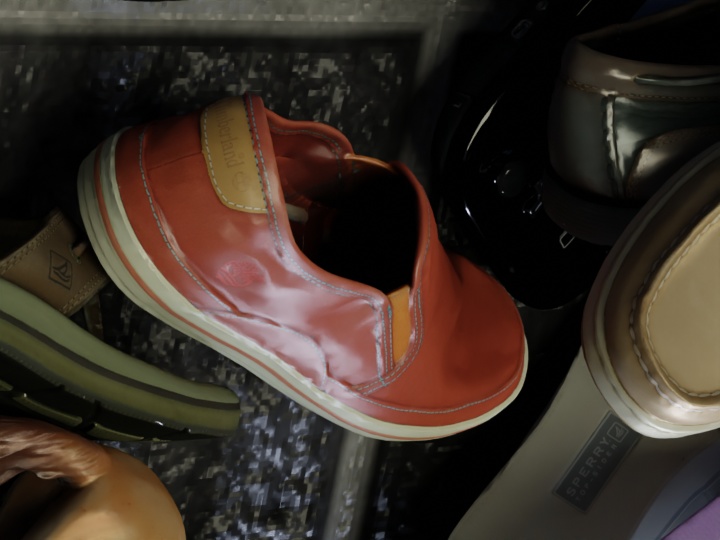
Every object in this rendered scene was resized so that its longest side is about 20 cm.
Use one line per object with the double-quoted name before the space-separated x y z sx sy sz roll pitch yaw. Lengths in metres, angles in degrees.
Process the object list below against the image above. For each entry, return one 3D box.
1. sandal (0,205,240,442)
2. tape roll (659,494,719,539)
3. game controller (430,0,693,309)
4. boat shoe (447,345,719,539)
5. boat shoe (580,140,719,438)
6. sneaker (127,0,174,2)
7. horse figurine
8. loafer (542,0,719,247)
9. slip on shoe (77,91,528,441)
"sandal" -0.099 0.004 0.729 0.201 0.080 0.057 34 62 -49
"tape roll" 0.097 0.151 0.899 0.200 0.066 0.200 -38 163 -14
"game controller" 0.103 -0.079 0.873 0.200 0.042 0.104 -48 132 -10
"boat shoe" 0.095 0.066 0.924 0.200 0.072 0.069 -54 166 -24
"boat shoe" 0.150 -0.022 0.778 0.200 0.069 0.074 -35 95 -24
"sneaker" -0.016 -0.123 0.744 0.200 0.078 0.070 -32 117 -51
"horse figurine" -0.089 0.096 0.781 0.132 0.050 0.200 -30 142 -8
"loafer" 0.139 -0.070 0.843 0.200 0.072 0.063 -27 126 -30
"slip on shoe" 0.000 0.000 0.788 0.061 0.074 0.200 -26 151 24
